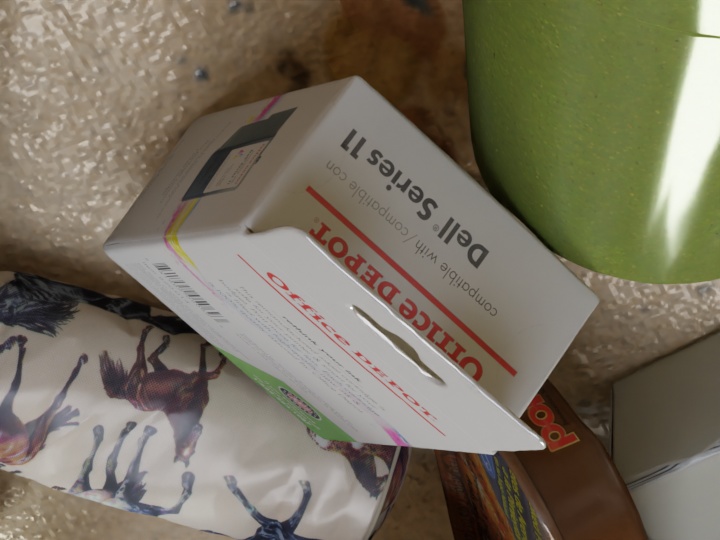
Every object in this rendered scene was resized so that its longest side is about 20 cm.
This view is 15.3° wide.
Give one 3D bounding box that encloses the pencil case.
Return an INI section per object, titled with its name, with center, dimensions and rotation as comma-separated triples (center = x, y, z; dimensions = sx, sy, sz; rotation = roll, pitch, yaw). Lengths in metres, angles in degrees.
[pencil case]
center = -0.080, 0.061, 1.030
dimensions = 0.198, 0.078, 0.090
rotation = 17, 109, -8

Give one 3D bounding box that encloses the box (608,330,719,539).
[box]
center = 0.182, 0.114, 1.052
dimensions = 0.082, 0.069, 0.200
rotation = -26, 121, 24

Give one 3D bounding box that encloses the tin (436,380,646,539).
[tin]
center = 0.074, 0.112, 1.015
dimensions = 0.042, 0.112, 0.201
rotation = -24, 140, -10

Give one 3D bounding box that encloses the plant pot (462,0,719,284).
[plant pot]
center = 0.105, -0.099, 0.833
dimensions = 0.198, 0.201, 0.191
rotation = 6, 141, 1

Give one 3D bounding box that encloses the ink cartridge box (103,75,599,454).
[ink cartridge box]
center = 0.000, 0.000, 0.901
dimensions = 0.117, 0.067, 0.200
rotation = 41, 165, -16
